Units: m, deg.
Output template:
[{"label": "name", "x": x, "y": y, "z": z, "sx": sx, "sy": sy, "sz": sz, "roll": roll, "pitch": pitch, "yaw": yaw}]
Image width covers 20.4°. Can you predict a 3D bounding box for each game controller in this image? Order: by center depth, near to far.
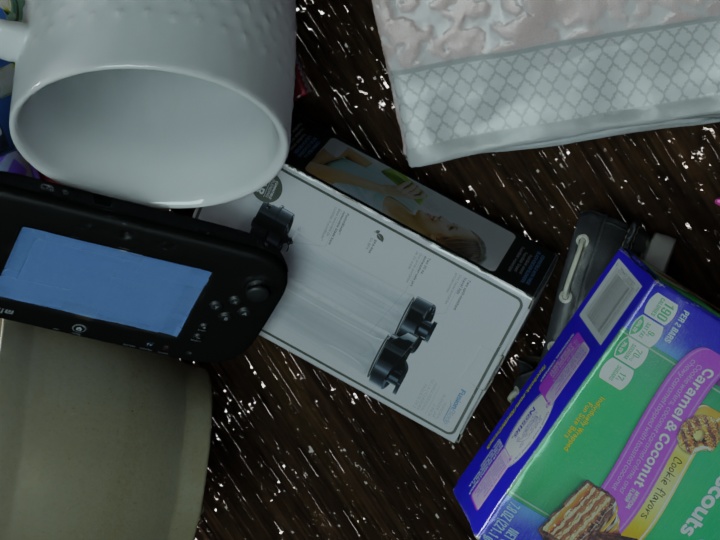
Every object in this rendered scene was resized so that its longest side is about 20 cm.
[{"label": "game controller", "x": -0.144, "y": 0.001, "z": 1.121, "sx": 0.200, "sy": 0.042, "sz": 0.104, "roll": 14, "pitch": 128, "yaw": -19}]

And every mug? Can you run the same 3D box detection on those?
[{"label": "mug", "x": -0.131, "y": -0.149, "z": 1.077, "sx": 0.200, "sy": 0.175, "sz": 0.148, "roll": 12, "pitch": 151, "yaw": -18}]

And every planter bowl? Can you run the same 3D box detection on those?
[{"label": "planter bowl", "x": -0.164, "y": 0.110, "z": 1.219, "sx": 0.135, "sy": 0.200, "sz": 0.200, "roll": 7, "pitch": 112, "yaw": -12}]

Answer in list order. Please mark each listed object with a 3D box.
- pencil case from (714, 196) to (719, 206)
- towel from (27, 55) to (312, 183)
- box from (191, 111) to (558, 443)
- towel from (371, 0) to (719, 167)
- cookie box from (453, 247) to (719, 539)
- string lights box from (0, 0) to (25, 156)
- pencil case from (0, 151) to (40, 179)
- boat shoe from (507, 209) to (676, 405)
[{"label": "pencil case", "x": 0.290, "y": -0.061, "z": 1.052, "sx": 0.200, "sy": 0.088, "sz": 0.088, "roll": -37, "pitch": 93, "yaw": 24}, {"label": "towel", "x": -0.140, "y": -0.135, "z": 1.207, "sx": 0.200, "sy": 0.022, "sz": 0.145, "roll": -21, "pitch": 98, "yaw": 22}, {"label": "box", "x": 0.000, "y": 0.000, "z": 1.171, "sx": 0.200, "sy": 0.060, "sz": 0.117, "roll": 28, "pitch": 122, "yaw": 6}, {"label": "towel", "x": 0.102, "y": -0.157, "z": 1.075, "sx": 0.200, "sy": 0.032, "sz": 0.191, "roll": -9, "pitch": 113, "yaw": 7}, {"label": "cookie box", "x": 0.182, "y": 0.112, "z": 1.085, "sx": 0.200, "sy": 0.075, "sz": 0.171, "roll": 31, "pitch": 101, "yaw": -15}, {"label": "string lights box", "x": -0.214, "y": -0.114, "z": 1.117, "sx": 0.059, "sy": 0.200, "sz": 0.103, "roll": -21, "pitch": 98, "yaw": 22}, {"label": "pencil case", "x": -0.292, "y": -0.031, "z": 1.245, "sx": 0.200, "sy": 0.085, "sz": 0.084, "roll": -17, "pitch": 84, "yaw": 31}, {"label": "boat shoe", "x": 0.119, "y": 0.061, "z": 1.156, "sx": 0.060, "sy": 0.074, "sz": 0.200, "roll": 23, "pitch": 111, "yaw": 10}]
